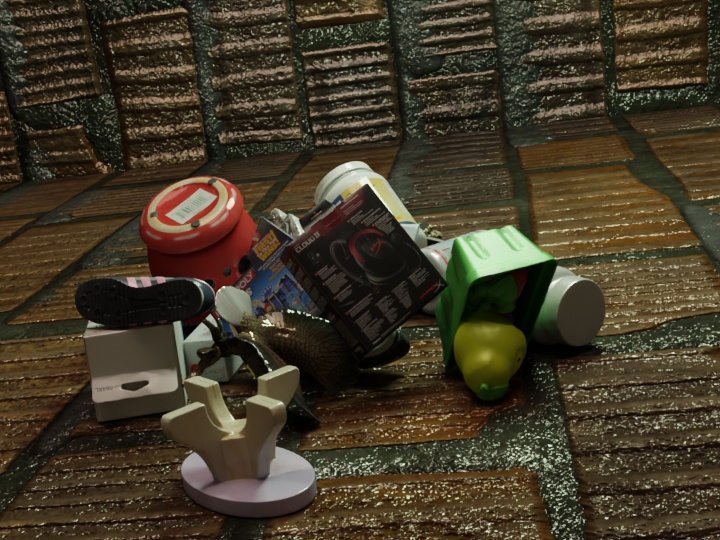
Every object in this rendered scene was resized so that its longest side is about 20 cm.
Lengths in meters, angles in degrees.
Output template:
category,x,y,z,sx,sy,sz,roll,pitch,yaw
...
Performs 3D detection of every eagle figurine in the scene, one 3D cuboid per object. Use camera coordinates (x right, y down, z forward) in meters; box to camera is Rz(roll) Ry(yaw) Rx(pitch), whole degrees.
category,x,y,z,sx,sy,sz,roll,pitch,yaw
eagle figurine,-0.115,0.117,1.525,0.198,0.153,0.151,7,-20,27

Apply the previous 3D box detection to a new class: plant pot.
category,x,y,z,sx,sy,sz,roll,pitch,yaw
plant pot,-0.263,-0.042,1.882,0.198,0.184,0.202,-10,39,8

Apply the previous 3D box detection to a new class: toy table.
category,x,y,z,sx,sy,sz,roll,pitch,yaw
toy table,-0.135,0.192,1.296,0.198,0.119,0.183,3,18,38

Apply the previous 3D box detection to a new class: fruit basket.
category,x,y,z,sx,sy,sz,roll,pitch,yaw
fruit basket,0.181,0.073,1.511,0.154,0.218,0.215,-13,16,-19

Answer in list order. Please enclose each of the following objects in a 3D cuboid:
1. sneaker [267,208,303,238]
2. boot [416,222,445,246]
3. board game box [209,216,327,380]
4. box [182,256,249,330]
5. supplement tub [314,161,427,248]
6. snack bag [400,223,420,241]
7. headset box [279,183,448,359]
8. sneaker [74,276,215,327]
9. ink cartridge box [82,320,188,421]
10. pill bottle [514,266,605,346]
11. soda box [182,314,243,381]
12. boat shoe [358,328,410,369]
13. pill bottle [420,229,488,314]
category,x,y,z,sx,sy,sz,roll,pitch,yaw
sneaker,-0.099,-0.050,1.913,0.098,0.079,0.200,21,10,-21
boot,0.116,-0.044,2.145,0.198,0.074,0.150,-5,14,31
board game box,-0.117,0.029,1.657,0.200,0.200,0.062,51,9,33
box,-0.231,0.012,1.985,0.197,0.050,0.200,-8,41,9
supplement tub,0.014,-0.084,2.037,0.143,0.145,0.201,-16,54,-29
snack bag,0.000,0.000,1.876,0.187,0.202,0.021,8,-23,46
headset box,-0.003,-0.007,1.535,0.148,0.201,0.075,-39,-3,-17
sneaker,-0.294,0.043,1.567,0.197,0.071,0.082,2,1,18
ink cartridge box,-0.317,0.123,1.622,0.127,0.127,0.200,-9,14,-6
pill bottle,0.253,0.044,1.654,0.112,0.115,0.199,-16,18,-31
soda box,-0.208,0.106,1.743,0.063,0.069,0.200,-5,15,11
boat shoe,-0.019,0.113,1.639,0.198,0.075,0.060,-17,-37,34
pill bottle,0.179,-0.004,1.882,0.198,0.110,0.108,-18,18,-35
